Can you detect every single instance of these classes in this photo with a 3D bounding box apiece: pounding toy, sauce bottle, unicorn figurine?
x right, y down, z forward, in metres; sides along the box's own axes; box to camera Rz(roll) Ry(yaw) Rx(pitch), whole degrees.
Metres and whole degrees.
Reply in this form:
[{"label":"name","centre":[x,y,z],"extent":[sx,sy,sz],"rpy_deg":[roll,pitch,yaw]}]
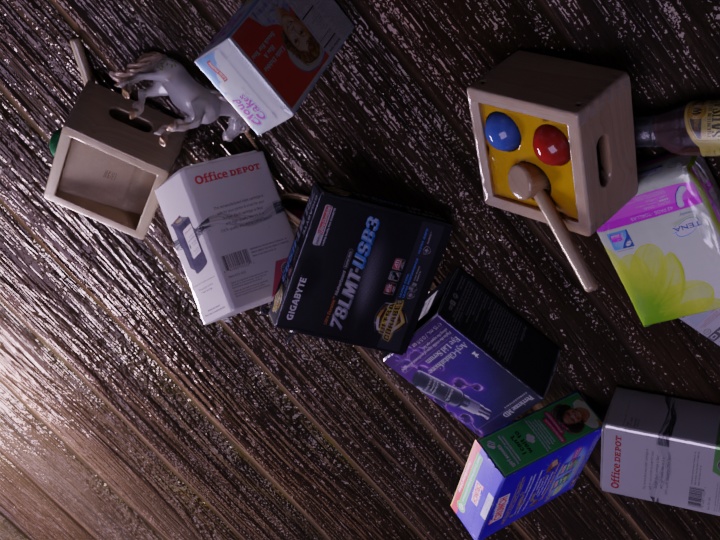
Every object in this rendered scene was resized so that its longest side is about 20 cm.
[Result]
[{"label":"pounding toy","centre":[0.222,-0.116,1.358],"extent":[0.183,0.142,0.202],"rpy_deg":[21,137,41]},{"label":"sauce bottle","centre":[0.393,-0.160,1.343],"extent":[0.198,0.066,0.067],"rpy_deg":[-1,129,26]},{"label":"pounding toy","centre":[-0.356,-0.186,1.680],"extent":[0.198,0.143,0.185],"rpy_deg":[23,137,-9]},{"label":"unicorn figurine","centre":[-0.230,-0.222,1.583],"extent":[0.201,0.137,0.074],"rpy_deg":[51,144,-1]}]

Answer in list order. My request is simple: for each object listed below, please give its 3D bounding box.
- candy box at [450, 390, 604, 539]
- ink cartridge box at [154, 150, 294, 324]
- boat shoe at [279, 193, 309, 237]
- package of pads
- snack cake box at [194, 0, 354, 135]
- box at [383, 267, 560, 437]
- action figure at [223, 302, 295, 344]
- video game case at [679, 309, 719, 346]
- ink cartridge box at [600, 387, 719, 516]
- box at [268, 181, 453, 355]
[{"label":"candy box","centre":[0.241,0.284,1.725],"extent":[0.077,0.198,0.170],"rpy_deg":[49,144,29]},{"label":"ink cartridge box","centre":[-0.174,-0.048,1.625],"extent":[0.084,0.144,0.202],"rpy_deg":[-23,86,49]},{"label":"boat shoe","centre":[-0.031,-0.060,1.647],"extent":[0.198,0.074,0.070],"rpy_deg":[13,140,18]},{"label":"package of pads","centre":[0.381,-0.040,1.446],"extent":[0.153,0.068,0.201],"rpy_deg":[-16,113,38]},{"label":"snack cake box","centre":[-0.096,-0.268,1.402],"extent":[0.067,0.201,0.115],"rpy_deg":[-23,117,40]},{"label":"box","centre":[0.159,0.121,1.690],"extent":[0.199,0.105,0.148],"rpy_deg":[37,135,-7]},{"label":"action figure","centre":[-0.164,0.025,1.775],"extent":[0.199,0.103,0.119],"rpy_deg":[38,147,-10]},{"label":"video game case","centre":[0.515,0.063,1.515],"extent":[0.199,0.018,0.143],"rpy_deg":[34,135,-4]},{"label":"ink cartridge box","centre":[0.446,0.257,1.677],"extent":[0.198,0.085,0.147],"rpy_deg":[10,132,20]},{"label":"box","centre":[0.000,0.000,1.586],"extent":[0.196,0.050,0.202],"rpy_deg":[13,109,-24]}]
